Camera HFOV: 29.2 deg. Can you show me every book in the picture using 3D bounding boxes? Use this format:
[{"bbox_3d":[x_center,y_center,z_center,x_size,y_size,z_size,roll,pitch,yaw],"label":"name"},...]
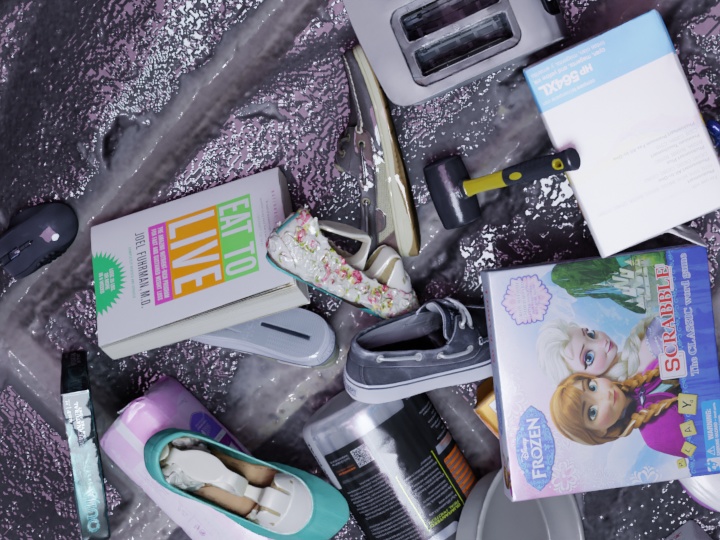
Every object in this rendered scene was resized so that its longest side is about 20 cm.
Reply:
[{"bbox_3d":[-0.155,-0.008,1.307,0.197,0.048,0.135,-18,60,10],"label":"book"}]

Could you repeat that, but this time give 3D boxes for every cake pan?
[{"bbox_3d":[0.146,0.270,1.268,0.036,0.199,0.203,-8,99,36],"label":"cake pan"}]

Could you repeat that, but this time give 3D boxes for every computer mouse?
[{"bbox_3d":[-0.362,-0.004,1.368,0.199,0.034,0.059,-34,94,13],"label":"computer mouse"}]

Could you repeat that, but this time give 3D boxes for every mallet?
[{"bbox_3d":[0.121,-0.090,1.221,0.041,0.199,0.067,-26,90,-31],"label":"mallet"}]

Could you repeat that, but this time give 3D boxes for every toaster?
[{"bbox_3d":[0.069,-0.253,1.221,0.198,0.119,0.183,-22,95,11],"label":"toaster"}]

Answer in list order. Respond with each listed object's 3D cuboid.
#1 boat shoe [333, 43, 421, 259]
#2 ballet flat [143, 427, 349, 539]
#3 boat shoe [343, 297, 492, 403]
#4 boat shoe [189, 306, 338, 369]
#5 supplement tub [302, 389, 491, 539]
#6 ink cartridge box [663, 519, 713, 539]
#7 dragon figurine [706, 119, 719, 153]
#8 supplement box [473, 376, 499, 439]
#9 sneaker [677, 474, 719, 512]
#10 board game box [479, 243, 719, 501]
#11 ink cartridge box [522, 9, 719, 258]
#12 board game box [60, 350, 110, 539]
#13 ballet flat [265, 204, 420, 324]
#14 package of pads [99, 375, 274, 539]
[{"bbox_3d":[0.006,-0.105,1.278,0.064,0.073,0.203,-14,97,5],"label":"boat shoe"},{"bbox_3d":[-0.102,0.197,1.234,0.197,0.070,0.068,22,84,-5],"label":"ballet flat"},{"bbox_3d":[0.075,0.058,1.252,0.197,0.072,0.069,-14,132,-23],"label":"boat shoe"},{"bbox_3d":[-0.112,0.053,1.323,0.198,0.062,0.073,21,71,21],"label":"boat shoe"},{"bbox_3d":[0.043,0.200,1.297,0.122,0.123,0.202,-31,93,12],"label":"supplement tub"},{"bbox_3d":[0.276,0.327,1.245,0.147,0.200,0.086,-41,92,12],"label":"ink cartridge box"},{"bbox_3d":[0.367,-0.069,1.217,0.058,0.099,0.201,-34,93,12],"label":"dragon figurine"},{"bbox_3d":[0.197,0.079,1.284,0.199,0.067,0.069,-41,94,13],"label":"supplement box"},{"bbox_3d":[0.314,0.148,1.267,0.199,0.075,0.100,39,110,-2],"label":"sneaker"},{"bbox_3d":[0.213,0.088,1.210,0.196,0.041,0.203,-8,92,-4],"label":"board game box"},{"bbox_3d":[0.237,-0.110,1.214,0.124,0.129,0.202,-22,95,11],"label":"ink cartridge box"},{"bbox_3d":[-0.260,0.159,1.298,0.028,0.200,0.138,-8,98,-11],"label":"board game box"},{"bbox_3d":[0.000,0.000,1.253,0.199,0.076,0.064,27,103,-41],"label":"ballet flat"},{"bbox_3d":[-0.151,0.198,1.327,0.200,0.121,0.076,45,102,0],"label":"package of pads"}]
